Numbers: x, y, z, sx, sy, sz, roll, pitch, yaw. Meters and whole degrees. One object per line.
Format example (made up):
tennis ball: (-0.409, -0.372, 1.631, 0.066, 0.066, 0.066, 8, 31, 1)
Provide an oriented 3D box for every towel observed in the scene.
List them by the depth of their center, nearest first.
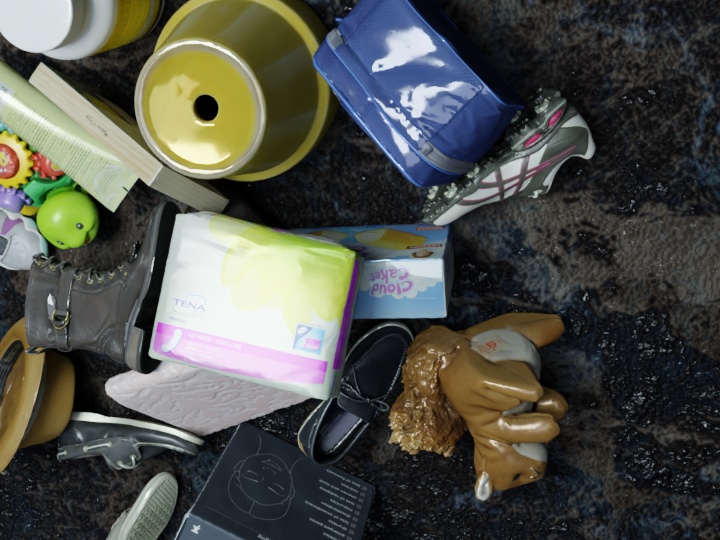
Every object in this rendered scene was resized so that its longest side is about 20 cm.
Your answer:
towel: (-0.159, 0.131, 1.070, 0.198, 0.033, 0.191, -22, 150, 18)

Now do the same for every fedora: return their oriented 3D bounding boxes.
fedora: (-0.406, 0.158, 1.141, 0.081, 0.201, 0.202, 18, 118, -36)

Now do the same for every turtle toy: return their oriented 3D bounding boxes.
turtle toy: (-0.364, -0.115, 1.041, 0.145, 0.101, 0.201, -35, 100, 20)

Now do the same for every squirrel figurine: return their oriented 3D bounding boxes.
squirrel figurine: (0.133, 0.159, 1.046, 0.197, 0.142, 0.189, 3, 122, 14)

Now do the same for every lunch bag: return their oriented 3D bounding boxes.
lunch bag: (0.046, -0.183, 0.907, 0.132, 0.136, 0.201, -44, 77, 21)

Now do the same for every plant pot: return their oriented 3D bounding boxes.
plant pot: (-0.130, -0.178, 0.927, 0.197, 0.189, 0.204, 3, 111, 8)

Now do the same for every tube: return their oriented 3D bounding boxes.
tube: (-0.323, -0.146, 0.970, 0.199, 0.058, 0.052, 39, 78, -11)

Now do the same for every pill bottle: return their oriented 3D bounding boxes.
pill bottle: (-0.277, -0.270, 0.914, 0.109, 0.200, 0.113, 3, 112, 9)

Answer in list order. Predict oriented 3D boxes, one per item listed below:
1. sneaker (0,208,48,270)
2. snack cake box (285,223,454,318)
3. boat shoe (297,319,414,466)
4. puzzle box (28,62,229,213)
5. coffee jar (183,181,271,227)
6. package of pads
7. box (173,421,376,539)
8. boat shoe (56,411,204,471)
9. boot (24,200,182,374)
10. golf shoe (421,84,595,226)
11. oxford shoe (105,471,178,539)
sneaker: (-0.474, -0.041, 1.067, 0.198, 0.140, 0.078, 27, 113, 0)
snack cake box: (0.000, 0.000, 1.008, 0.197, 0.115, 0.068, -2, 110, 11)
boat shoe: (-0.002, 0.147, 1.077, 0.074, 0.062, 0.201, 34, 100, -19)
puzzle box: (-0.237, -0.133, 0.957, 0.199, 0.133, 0.026, 39, 95, 23)
coffee jar: (-0.178, 0.004, 1.050, 0.104, 0.085, 0.201, 49, 118, 33)
package of pads: (-0.103, 0.031, 0.927, 0.197, 0.068, 0.157, 11, 88, 11)
box: (-0.105, 0.314, 1.100, 0.198, 0.197, 0.125, 27, 113, 0)
boat shoe: (-0.289, 0.219, 1.158, 0.197, 0.072, 0.069, 3, 73, 15)
boot: (-0.285, 0.010, 0.998, 0.172, 0.069, 0.203, 14, 91, 19)
golf shoe: (0.151, -0.098, 0.967, 0.199, 0.078, 0.088, -38, 115, 26)
oxford shoe: (-0.301, 0.342, 1.222, 0.058, 0.075, 0.202, 41, 115, 33)
